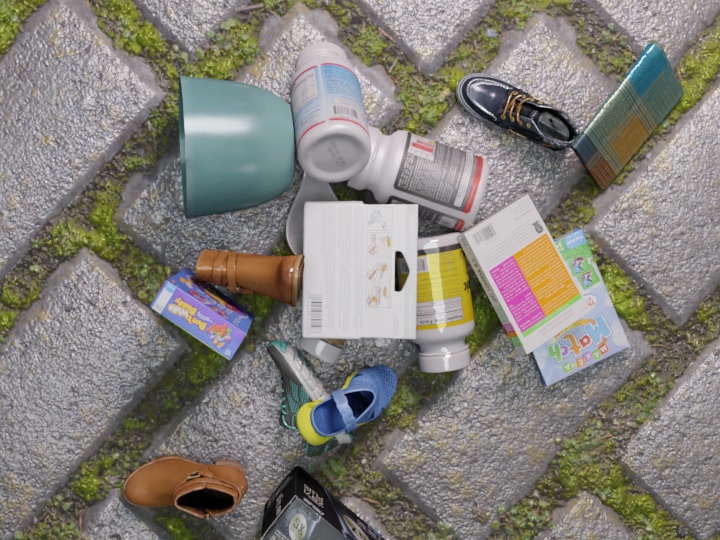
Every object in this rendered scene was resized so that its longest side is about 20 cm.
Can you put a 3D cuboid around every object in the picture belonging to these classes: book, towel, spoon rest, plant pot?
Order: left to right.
[{"bbox_3d":[-0.181,-0.181,1.424,0.158,0.200,0.205,-3,94,-13],"label":"plant pot"},{"bbox_3d":[-0.070,-0.111,1.496,0.097,0.061,0.205,-5,94,-3],"label":"spoon rest"},{"bbox_3d":[0.245,0.006,1.468,0.132,0.048,0.203,-30,94,-25],"label":"book"},{"bbox_3d":[0.407,-0.233,1.489,0.201,0.022,0.146,-51,140,2],"label":"towel"}]

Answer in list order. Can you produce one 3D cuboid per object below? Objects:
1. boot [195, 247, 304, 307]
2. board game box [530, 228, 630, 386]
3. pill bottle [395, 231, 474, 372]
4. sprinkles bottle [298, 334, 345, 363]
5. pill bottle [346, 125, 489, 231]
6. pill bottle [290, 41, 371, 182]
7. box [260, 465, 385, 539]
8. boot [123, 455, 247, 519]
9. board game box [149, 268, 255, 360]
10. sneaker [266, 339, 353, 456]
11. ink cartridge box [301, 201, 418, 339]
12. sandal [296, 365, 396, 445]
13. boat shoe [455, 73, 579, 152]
[{"bbox_3d":[-0.164,-0.001,1.428,0.152,0.200,0.078,12,91,-12],"label":"boot"},{"bbox_3d":[0.318,0.058,1.541,0.149,0.037,0.203,-25,96,-2],"label":"board game box"},{"bbox_3d":[0.116,0.048,1.492,0.109,0.111,0.204,-8,95,-2],"label":"pill bottle"},{"bbox_3d":[-0.023,0.040,1.505,0.067,0.068,0.203,27,92,-5],"label":"sprinkles bottle"},{"bbox_3d":[0.086,-0.143,1.474,0.196,0.116,0.118,18,93,-4],"label":"pill bottle"},{"bbox_3d":[-0.047,-0.235,1.420,0.106,0.110,0.203,-7,52,-2],"label":"pill bottle"},{"bbox_3d":[-0.050,0.411,1.483,0.199,0.164,0.086,41,92,-5],"label":"box"},{"bbox_3d":[-0.268,0.336,1.461,0.196,0.155,0.078,0,95,-3],"label":"boot"},{"bbox_3d":[-0.226,0.060,1.429,0.133,0.200,0.045,35,92,-5],"label":"board game box"},{"bbox_3d":[-0.097,0.203,1.512,0.090,0.078,0.202,-34,94,4],"label":"sneaker"},{"bbox_3d":[0.000,0.000,1.447,0.170,0.044,0.205,1,89,5],"label":"ink cartridge box"},{"bbox_3d":[-0.003,0.198,1.468,0.086,0.199,0.080,-27,92,43],"label":"sandal"},{"bbox_3d":[0.242,-0.246,1.487,0.197,0.091,0.072,25,92,-4],"label":"boat shoe"}]
